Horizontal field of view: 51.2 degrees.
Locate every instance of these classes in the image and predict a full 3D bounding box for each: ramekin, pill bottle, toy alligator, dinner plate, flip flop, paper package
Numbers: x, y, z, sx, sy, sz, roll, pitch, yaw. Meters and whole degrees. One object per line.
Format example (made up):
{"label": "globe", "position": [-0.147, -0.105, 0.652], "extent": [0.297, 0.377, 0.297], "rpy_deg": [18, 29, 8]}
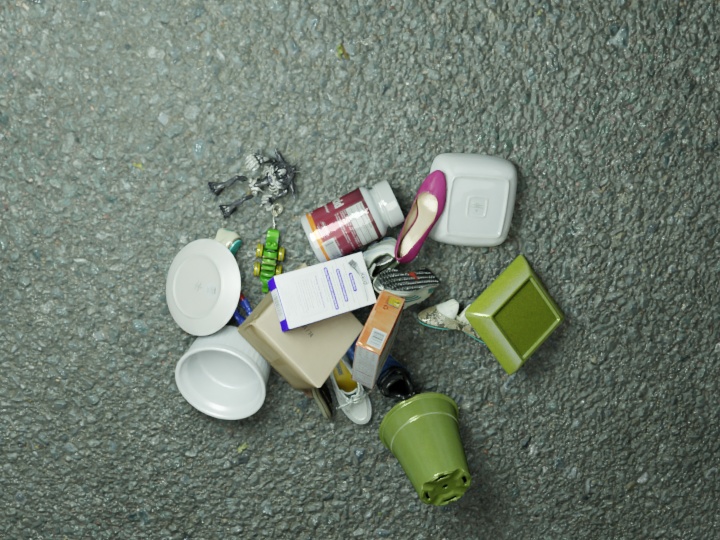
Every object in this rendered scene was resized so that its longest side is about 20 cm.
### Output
{"label": "ramekin", "position": [-0.289, 0.216, 1.622], "extent": [0.197, 0.098, 0.203], "rpy_deg": [6, 124, 8]}
{"label": "pill bottle", "position": [-0.015, -0.104, 1.573], "extent": [0.198, 0.114, 0.115], "rpy_deg": [-26, 109, 2]}
{"label": "toy alligator", "position": [-0.191, -0.043, 1.602], "extent": [0.058, 0.054, 0.203], "rpy_deg": [8, 106, -10]}
{"label": "dinner plate", "position": [-0.334, 0.034, 1.562], "extent": [0.198, 0.024, 0.203], "rpy_deg": [-2, 85, 26]}
{"label": "flip flop", "position": [-0.115, 0.252, 1.701], "extent": [0.057, 0.081, 0.202], "rpy_deg": [-14, 115, 13]}
{"label": "paper package", "position": [-0.125, 0.122, 1.593], "extent": [0.200, 0.103, 0.191], "rpy_deg": [47, 59, -14]}

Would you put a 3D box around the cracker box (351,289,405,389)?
{"label": "cracker box", "position": [0.035, 0.148, 1.567], "extent": [0.057, 0.201, 0.135], "rpy_deg": [23, 63, 8]}

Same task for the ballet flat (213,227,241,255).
{"label": "ballet flat", "position": [-0.320, -0.001, 1.602], "extent": [0.069, 0.070, 0.202], "rpy_deg": [27, 101, -14]}

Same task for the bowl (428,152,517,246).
{"label": "bowl", "position": [0.243, -0.144, 1.614], "extent": [0.197, 0.075, 0.203], "rpy_deg": [4, 108, -10]}

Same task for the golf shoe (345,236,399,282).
{"label": "golf shoe", "position": [0.000, 0.000, 1.618], "extent": [0.199, 0.097, 0.079], "rpy_deg": [-33, 110, 5]}

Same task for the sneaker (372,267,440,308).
{"label": "sneaker", "position": [0.089, 0.050, 1.616], "extent": [0.198, 0.070, 0.094], "rpy_deg": [-6, 136, -50]}

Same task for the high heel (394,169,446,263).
{"label": "high heel", "position": [0.125, -0.109, 1.545], "extent": [0.067, 0.096, 0.203], "rpy_deg": [19, 103, 15]}

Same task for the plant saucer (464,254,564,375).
{"label": "plant saucer", "position": [0.361, 0.104, 1.686], "extent": [0.200, 0.048, 0.200], "rpy_deg": [-43, 109, -13]}

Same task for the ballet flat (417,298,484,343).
{"label": "ballet flat", "position": [0.226, 0.105, 1.691], "extent": [0.198, 0.068, 0.076], "rpy_deg": [18, 118, -17]}

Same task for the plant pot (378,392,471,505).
{"label": "plant pot", "position": [0.160, 0.414, 1.686], "extent": [0.197, 0.191, 0.202], "rpy_deg": [-9, 129, -11]}

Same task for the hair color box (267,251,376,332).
{"label": "hair color box", "position": [-0.077, 0.043, 1.523], "extent": [0.198, 0.065, 0.111], "rpy_deg": [-16, 85, -21]}

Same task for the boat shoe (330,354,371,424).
{"label": "boat shoe", "position": [-0.023, 0.275, 1.706], "extent": [0.074, 0.086, 0.204], "rpy_deg": [-19, 108, 0]}

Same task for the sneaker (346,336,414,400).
{"label": "sneaker", "position": [0.043, 0.215, 1.680], "extent": [0.200, 0.111, 0.077], "rpy_deg": [42, 94, -17]}

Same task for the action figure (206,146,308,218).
{"label": "action figure", "position": [-0.205, -0.177, 1.535], "extent": [0.198, 0.102, 0.120], "rpy_deg": [-23, 97, 2]}

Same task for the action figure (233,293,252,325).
{"label": "action figure", "position": [-0.240, 0.123, 1.655], "extent": [0.065, 0.052, 0.201], "rpy_deg": [-34, 111, 1]}
